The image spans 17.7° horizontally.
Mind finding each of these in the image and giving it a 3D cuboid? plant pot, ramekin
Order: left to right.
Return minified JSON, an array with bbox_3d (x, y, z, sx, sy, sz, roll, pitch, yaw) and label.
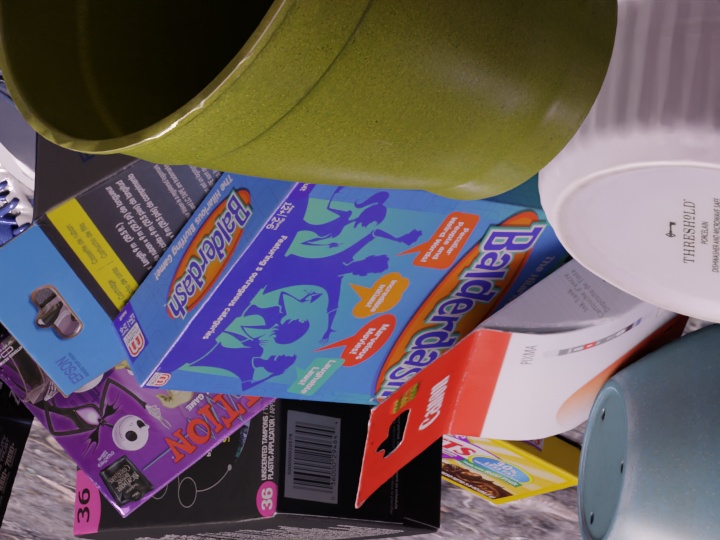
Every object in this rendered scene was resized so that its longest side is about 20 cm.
[{"bbox_3d":[-0.007,-0.115,0.904,0.193,0.201,0.200,20,160,-42],"label":"plant pot"},{"bbox_3d":[0.190,0.110,1.210,0.134,0.201,0.200,8,158,-9],"label":"plant pot"},{"bbox_3d":[0.171,-0.049,1.027,0.202,0.094,0.202,13,157,6],"label":"ramekin"}]

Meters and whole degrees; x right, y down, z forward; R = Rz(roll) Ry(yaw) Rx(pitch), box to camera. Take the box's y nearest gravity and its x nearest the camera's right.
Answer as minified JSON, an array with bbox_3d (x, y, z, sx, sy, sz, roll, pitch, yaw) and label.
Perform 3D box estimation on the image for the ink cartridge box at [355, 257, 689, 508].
[{"bbox_3d":[0.091,0.056,1.204,0.050,0.200,0.162,47,162,15],"label":"ink cartridge box"}]

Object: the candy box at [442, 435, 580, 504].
[{"bbox_3d":[0.045,0.102,1.530,0.200,0.026,0.102,27,151,-26],"label":"candy box"}]

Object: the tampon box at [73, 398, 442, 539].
[{"bbox_3d":[-0.063,0.084,1.367,0.126,0.150,0.200,12,164,-40],"label":"tampon box"}]

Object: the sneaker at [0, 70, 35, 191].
[{"bbox_3d":[-0.135,-0.096,1.136,0.202,0.077,0.146,34,153,-34],"label":"sneaker"}]

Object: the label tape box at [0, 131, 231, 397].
[{"bbox_3d":[-0.091,-0.040,1.108,0.200,0.063,0.144,-30,149,-2],"label":"label tape box"}]

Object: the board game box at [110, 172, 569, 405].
[{"bbox_3d":[0.000,0.000,1.132,0.200,0.045,0.152,6,133,-42],"label":"board game box"}]

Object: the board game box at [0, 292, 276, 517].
[{"bbox_3d":[-0.090,0.028,1.237,0.200,0.032,0.120,-39,101,14],"label":"board game box"}]

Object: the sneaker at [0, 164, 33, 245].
[{"bbox_3d":[-0.181,-0.038,1.282,0.075,0.088,0.200,-5,148,42],"label":"sneaker"}]

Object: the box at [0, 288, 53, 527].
[{"bbox_3d":[-0.271,0.040,1.368,0.163,0.200,0.086,5,156,24],"label":"box"}]
